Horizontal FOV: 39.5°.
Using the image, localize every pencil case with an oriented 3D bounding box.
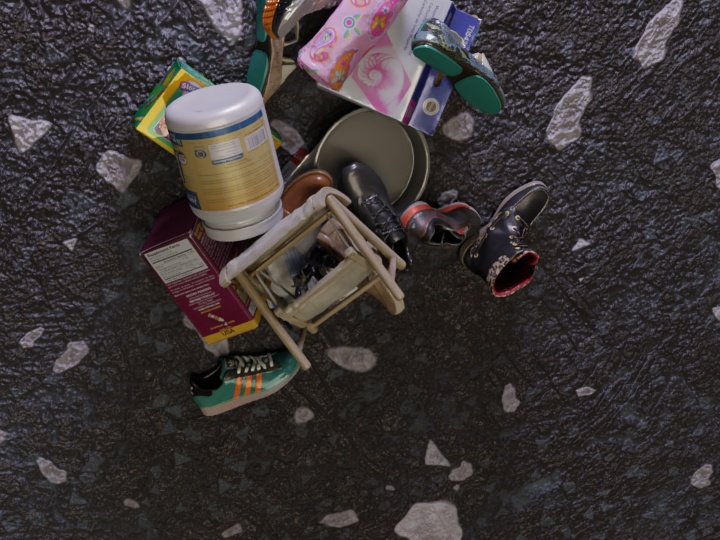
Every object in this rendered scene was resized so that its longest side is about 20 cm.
[{"bbox_3d":[-0.007,-0.359,1.460,0.087,0.087,0.200,35,97,-26],"label":"pencil case"}]

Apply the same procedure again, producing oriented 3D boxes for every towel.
[{"bbox_3d":[-0.077,0.000,1.720,0.199,0.024,0.147,-23,117,-5],"label":"towel"}]

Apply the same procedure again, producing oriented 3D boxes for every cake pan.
[{"bbox_3d":[0.014,-0.166,1.607,0.200,0.037,0.201,-7,111,-18],"label":"cake pan"}]

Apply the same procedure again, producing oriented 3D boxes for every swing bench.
[{"bbox_3d":[-0.069,0.000,1.499,0.199,0.130,0.200,-36,108,18],"label":"swing bench"}]

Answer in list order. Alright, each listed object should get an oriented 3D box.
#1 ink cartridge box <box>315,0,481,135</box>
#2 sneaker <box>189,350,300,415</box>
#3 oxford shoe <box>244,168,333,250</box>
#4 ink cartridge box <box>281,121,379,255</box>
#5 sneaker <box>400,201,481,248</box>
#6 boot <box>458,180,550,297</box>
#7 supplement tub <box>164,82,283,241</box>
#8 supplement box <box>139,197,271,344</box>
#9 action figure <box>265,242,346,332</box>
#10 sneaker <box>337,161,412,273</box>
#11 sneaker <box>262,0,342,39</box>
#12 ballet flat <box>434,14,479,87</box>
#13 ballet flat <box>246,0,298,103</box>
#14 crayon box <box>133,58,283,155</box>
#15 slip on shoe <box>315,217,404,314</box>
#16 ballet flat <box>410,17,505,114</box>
[{"bbox_3d":[0.059,-0.333,1.527,0.199,0.043,0.197,22,95,-3],"label":"ink cartridge box"},{"bbox_3d":[-0.203,0.181,1.748,0.199,0.071,0.080,-25,123,0],"label":"sneaker"},{"bbox_3d":[-0.109,-0.073,1.563,0.071,0.071,0.200,31,116,-21],"label":"oxford shoe"},{"bbox_3d":[-0.075,-0.137,1.634,0.109,0.050,0.200,38,92,-27],"label":"ink cartridge box"},{"bbox_3d":[0.147,-0.063,1.678,0.200,0.082,0.077,-3,129,-48],"label":"sneaker"},{"bbox_3d":[0.266,-0.052,1.709,0.200,0.151,0.073,-42,118,8],"label":"boot"},{"bbox_3d":[-0.194,-0.159,1.474,0.144,0.145,0.201,-16,118,-6],"label":"supplement tub"},{"bbox_3d":[-0.242,-0.004,1.600,0.103,0.131,0.200,-19,120,22],"label":"supplement box"},{"bbox_3d":[-0.066,0.024,1.659,0.102,0.119,0.200,45,102,14],"label":"action figure"},{"bbox_3d":[0.033,-0.081,1.574,0.076,0.091,0.200,-34,116,-8],"label":"sneaker"},{"bbox_3d":[-0.061,-0.404,1.466,0.092,0.076,0.200,44,72,-36],"label":"sneaker"},{"bbox_3d":[0.111,-0.325,1.581,0.063,0.069,0.200,27,106,-28],"label":"ballet flat"},{"bbox_3d":[-0.127,-0.336,1.520,0.067,0.068,0.201,-4,118,-30],"label":"ballet flat"},{"bbox_3d":[-0.235,-0.218,1.552,0.200,0.058,0.119,35,103,-26],"label":"crayon box"},{"bbox_3d":[0.000,0.000,1.604,0.061,0.076,0.200,-39,120,-13],"label":"slip on shoe"},{"bbox_3d":[0.157,-0.312,1.513,0.074,0.074,0.200,-48,130,11],"label":"ballet flat"}]
